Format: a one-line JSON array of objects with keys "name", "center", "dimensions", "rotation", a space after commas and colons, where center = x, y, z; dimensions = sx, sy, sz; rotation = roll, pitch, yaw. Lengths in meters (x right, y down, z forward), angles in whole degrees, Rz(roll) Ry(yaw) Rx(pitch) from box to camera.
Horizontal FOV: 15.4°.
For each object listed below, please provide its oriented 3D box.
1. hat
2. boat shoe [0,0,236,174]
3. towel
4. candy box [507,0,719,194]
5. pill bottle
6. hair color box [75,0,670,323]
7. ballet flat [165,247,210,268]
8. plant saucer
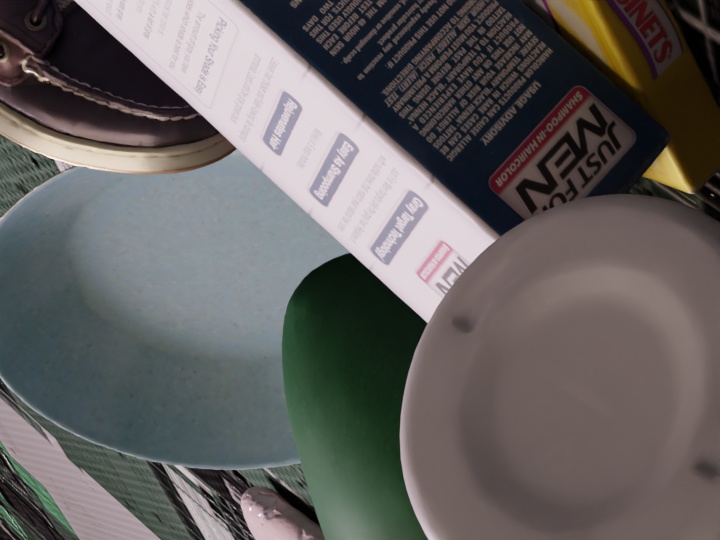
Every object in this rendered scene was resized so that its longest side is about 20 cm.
[{"name": "hat", "center": [0.000, 0.000, 0.874], "dimensions": [0.176, 0.166, 0.200], "rotation": [58, 151, -6]}, {"name": "boat shoe", "center": [-0.124, -0.098, 0.984], "dimensions": [0.200, 0.072, 0.065], "rotation": [30, 137, 30]}, {"name": "towel", "center": [0.023, 0.231, 1.639], "dimensions": [0.200, 0.032, 0.191], "rotation": [29, 158, 51]}, {"name": "candy box", "center": [0.029, -0.109, 0.737], "dimensions": [0.102, 0.026, 0.200], "rotation": [23, 153, 50]}, {"name": "pill bottle", "center": [0.106, 0.062, 0.730], "dimensions": [0.111, 0.111, 0.200], "rotation": [35, -177, 38]}, {"name": "hair color box", "center": [-0.013, -0.071, 0.772], "dimensions": [0.200, 0.061, 0.100], "rotation": [43, 163, 3]}, {"name": "ballet flat", "center": [-0.070, -0.045, 1.095], "dimensions": [0.069, 0.071, 0.200], "rotation": [33, 160, 48]}, {"name": "plant saucer", "center": [-0.056, 0.005, 1.074], "dimensions": [0.201, 0.201, 0.039], "rotation": [62, -158, -45]}]
